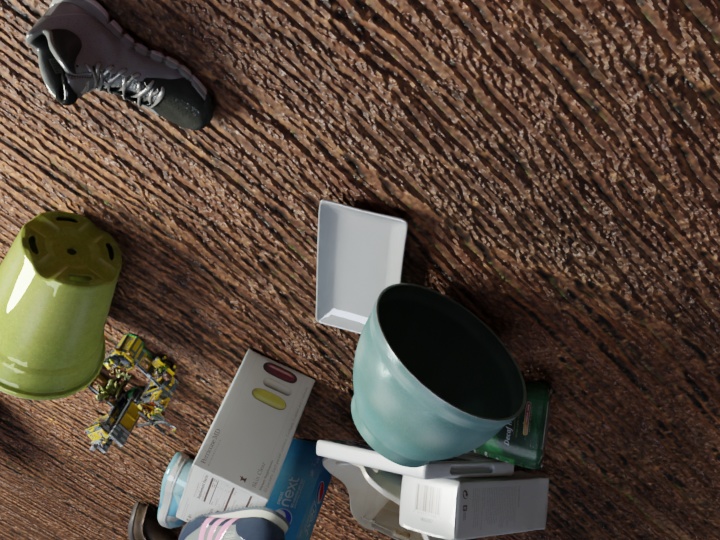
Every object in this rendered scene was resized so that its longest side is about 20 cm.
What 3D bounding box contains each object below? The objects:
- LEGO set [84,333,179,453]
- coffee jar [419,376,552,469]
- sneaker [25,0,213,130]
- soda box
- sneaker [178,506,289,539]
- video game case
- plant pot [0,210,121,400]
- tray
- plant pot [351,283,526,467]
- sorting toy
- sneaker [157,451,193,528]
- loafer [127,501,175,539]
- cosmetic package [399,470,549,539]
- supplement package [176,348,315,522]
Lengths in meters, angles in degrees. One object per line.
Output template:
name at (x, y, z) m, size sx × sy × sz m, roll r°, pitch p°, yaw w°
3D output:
LEGO set at (-0.378, 0.198, 1.238) m, size 0.197 × 0.117 × 0.155 m, roll -15°, pitch 124°, yaw 32°
coffee jar at (0.137, 0.180, 1.018) m, size 0.195 × 0.107 × 0.085 m, roll 7°, pitch 168°, yaw 16°
sneaker at (-0.254, -0.188, 0.831) m, size 0.198 × 0.117 × 0.075 m, roll 35°, pitch 135°, yaw -11°
soda box at (-0.102, 0.357, 1.212) m, size 0.066 × 0.202 × 0.065 m, roll 7°, pitch 135°, yaw 16°
sneaker at (-0.180, 0.363, 1.047) m, size 0.198 × 0.083 × 0.070 m, roll -26°, pitch 120°, yaw 37°
video game case at (0.070, 0.245, 1.057) m, size 0.179 × 0.024 × 0.197 m, roll 12°, pitch 171°, yaw -43°
plant pot at (-0.405, 0.032, 1.064) m, size 0.198 × 0.202 × 0.185 m, roll 31°, pitch 124°, yaw -8°
tray at (0.000, 0.000, 0.969) m, size 0.105 × 0.022 × 0.203 m, roll 15°, pitch 135°, yaw 10°
plant pot at (0.069, 0.133, 0.915) m, size 0.198 × 0.201 × 0.135 m, roll 31°, pitch 118°, yaw -8°
sorting toy at (0.038, 0.310, 1.132) m, size 0.179 × 0.108 × 0.198 m, roll 37°, pitch 161°, yaw -30°
sneaker at (-0.286, 0.414, 1.430) m, size 0.128 × 0.080 × 0.202 m, roll 21°, pitch 136°, yaw 4°
loafer at (-0.396, 0.518, 1.587) m, size 0.069 × 0.074 × 0.203 m, roll -2°, pitch 136°, yaw 10°
cosmetic package at (0.152, 0.301, 1.057) m, size 0.197 × 0.076 × 0.100 m, roll 13°, pitch 170°, yaw -41°
supplement package at (-0.160, 0.248, 1.136) m, size 0.109 × 0.202 × 0.157 m, roll 23°, pitch 136°, yaw -2°
